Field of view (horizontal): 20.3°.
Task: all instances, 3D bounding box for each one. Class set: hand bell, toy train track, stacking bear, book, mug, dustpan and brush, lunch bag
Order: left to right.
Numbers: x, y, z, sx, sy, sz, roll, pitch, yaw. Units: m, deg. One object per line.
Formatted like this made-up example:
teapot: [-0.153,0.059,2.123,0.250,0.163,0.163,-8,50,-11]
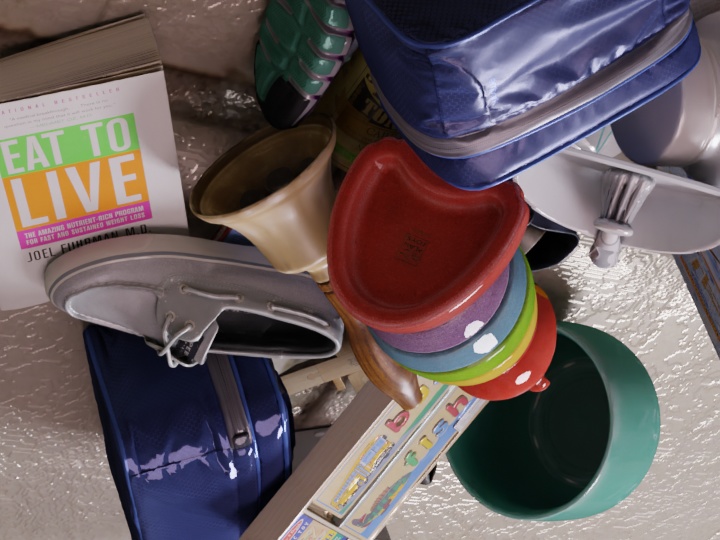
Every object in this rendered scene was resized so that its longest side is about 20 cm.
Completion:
book: [-0.181,-0.060,1.260,0.133,0.048,0.201,-15,145,-9]
lunch bag: [-0.110,0.119,1.416,0.131,0.136,0.201,-15,144,-10]
toy train track: [-0.019,0.029,1.460,0.114,0.033,0.200,-19,137,6]
hand bell: [-0.014,0.010,1.278,0.104,0.104,0.201,-29,117,7]
stacking bear: [0.065,0.020,1.249,0.114,0.121,0.200,-61,149,-10]
lunch bag: [0.097,-0.148,1.138,0.199,0.136,0.133,-28,137,-8]
mug: [0.143,0.108,1.554,0.114,0.185,0.153,8,115,-54]
dustpan and brush: [0.162,-0.032,1.279,0.139,0.058,0.200,16,179,6]

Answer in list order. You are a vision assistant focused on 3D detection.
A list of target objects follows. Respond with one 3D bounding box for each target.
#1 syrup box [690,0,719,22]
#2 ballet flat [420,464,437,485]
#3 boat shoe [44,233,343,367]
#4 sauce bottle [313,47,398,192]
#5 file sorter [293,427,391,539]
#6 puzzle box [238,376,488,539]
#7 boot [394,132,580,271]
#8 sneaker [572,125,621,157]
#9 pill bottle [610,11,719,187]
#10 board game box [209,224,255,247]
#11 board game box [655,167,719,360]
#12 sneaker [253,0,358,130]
syrup box: [0.208,-0.195,1.268,0.081,0.079,0.200,-24,143,0]
ballet flat: [0.075,0.072,1.508,0.057,0.066,0.201,32,113,2]
boat shoe: [-0.104,0.025,1.304,0.199,0.072,0.070,3,144,-15]
sauce bottle: [0.031,-0.135,1.261,0.064,0.065,0.200,9,131,-35]
file sorter: [-0.056,0.244,1.557,0.138,0.201,0.125,-6,143,-21]
puzzle box: [0.010,0.133,1.414,0.200,0.025,0.133,-51,152,-1]
boot: [0.084,-0.052,1.304,0.075,0.097,0.200,-46,162,18]
sneaker: [0.144,-0.134,1.308,0.080,0.071,0.200,-21,153,16]
pill bottle: [0.258,-0.105,1.246,0.199,0.111,0.111,-1,137,-27]
board game box: [0.000,0.000,1.361,0.199,0.020,0.103,17,154,-16]
board game box: [0.263,0.004,1.382,0.041,0.201,0.200,-22,169,-3]
sneaker: [0.003,-0.164,1.207,0.087,0.075,0.201,-3,137,-31]
